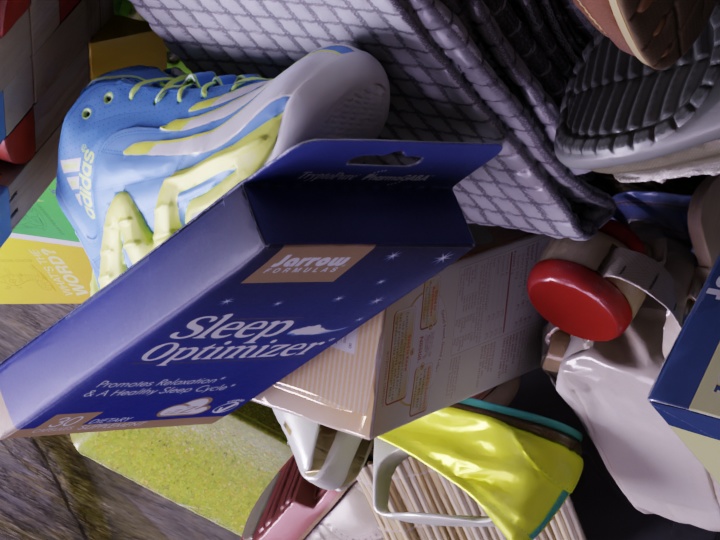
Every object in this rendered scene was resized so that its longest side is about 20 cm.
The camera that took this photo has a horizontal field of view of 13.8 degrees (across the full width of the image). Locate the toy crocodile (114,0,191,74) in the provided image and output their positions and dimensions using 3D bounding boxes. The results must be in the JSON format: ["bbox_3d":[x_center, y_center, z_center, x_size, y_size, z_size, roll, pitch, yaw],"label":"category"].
[{"bbox_3d":[-0.105,-0.131,1.321,0.200,0.062,0.068,26,-156,4],"label":"toy crocodile"}]

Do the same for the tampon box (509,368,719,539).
[{"bbox_3d":[0.148,0.122,1.541,0.150,0.126,0.200,20,160,22],"label":"tampon box"}]

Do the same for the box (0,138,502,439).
[{"bbox_3d":[-0.043,0.009,1.153,0.121,0.032,0.200,-1,152,-48],"label":"box"}]

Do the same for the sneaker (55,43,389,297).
[{"bbox_3d":[-0.070,-0.052,1.178,0.105,0.076,0.200,57,135,12],"label":"sneaker"}]

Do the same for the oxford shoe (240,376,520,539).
[{"bbox_3d":[0.025,0.096,1.440,0.075,0.070,0.200,36,135,-15],"label":"oxford shoe"}]

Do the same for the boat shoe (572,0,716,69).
[{"bbox_3d":[0.071,-0.147,0.994,0.068,0.072,0.200,21,156,36],"label":"boat shoe"}]

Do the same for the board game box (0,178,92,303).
[{"bbox_3d":[-0.202,-0.040,1.433,0.200,0.040,0.153,-1,146,28],"label":"board game box"}]

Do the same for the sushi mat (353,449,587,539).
[{"bbox_3d":[0.066,0.143,1.435,0.096,0.012,0.200,-11,137,11],"label":"sushi mat"}]

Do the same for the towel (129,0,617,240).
[{"bbox_3d":[0.012,-0.102,1.188,0.165,0.086,0.200,9,153,42],"label":"towel"}]

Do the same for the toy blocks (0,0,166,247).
[{"bbox_3d":[-0.154,-0.098,1.221,0.100,0.137,0.200,16,131,16],"label":"toy blocks"}]

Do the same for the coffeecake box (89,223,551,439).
[{"bbox_3d":[0.000,0.000,1.325,0.153,0.073,0.200,17,-160,30],"label":"coffeecake box"}]

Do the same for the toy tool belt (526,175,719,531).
[{"bbox_3d":[0.142,0.016,1.291,0.125,0.123,0.200,10,148,36],"label":"toy tool belt"}]

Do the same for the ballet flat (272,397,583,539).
[{"bbox_3d":[0.009,0.074,1.339,0.200,0.067,0.067,20,176,34],"label":"ballet flat"}]

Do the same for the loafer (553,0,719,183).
[{"bbox_3d":[0.151,-0.063,1.074,0.070,0.075,0.200,33,154,-32],"label":"loafer"}]

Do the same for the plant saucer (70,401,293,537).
[{"bbox_3d":[-0.025,0.059,1.570,0.200,0.200,0.048,27,134,0],"label":"plant saucer"}]

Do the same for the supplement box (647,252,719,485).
[{"bbox_3d":[0.259,0.062,1.188,0.200,0.134,0.200,13,158,38],"label":"supplement box"}]
